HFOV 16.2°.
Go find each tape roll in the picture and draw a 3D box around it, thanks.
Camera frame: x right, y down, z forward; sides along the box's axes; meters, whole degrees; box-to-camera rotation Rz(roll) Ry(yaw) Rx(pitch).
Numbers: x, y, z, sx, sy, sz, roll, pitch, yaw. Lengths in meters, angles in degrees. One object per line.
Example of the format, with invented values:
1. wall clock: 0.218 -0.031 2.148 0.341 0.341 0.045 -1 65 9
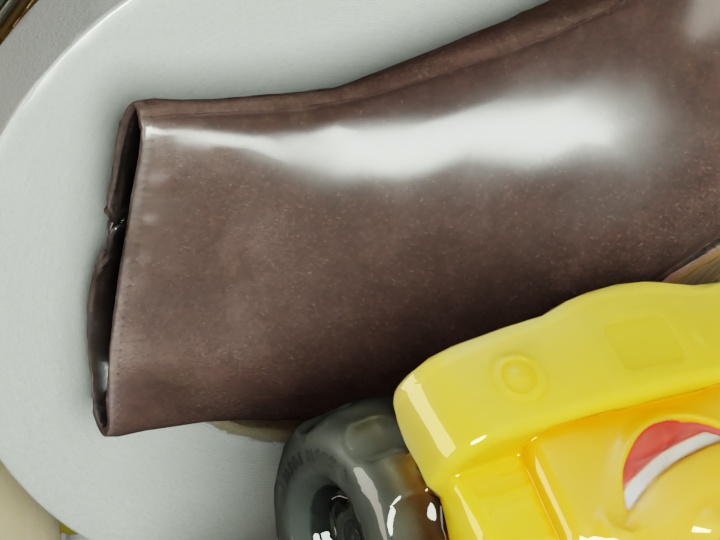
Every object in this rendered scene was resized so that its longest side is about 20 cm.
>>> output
1. tape roll: -0.014 -0.008 0.685 0.037 0.202 0.203 -126 41 -56

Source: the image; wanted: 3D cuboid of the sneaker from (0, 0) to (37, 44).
1. sneaker: -0.108 -0.097 0.955 0.076 0.200 0.088 -44 48 29

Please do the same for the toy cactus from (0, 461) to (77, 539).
1. toy cactus: -0.115 0.045 0.770 0.200 0.102 0.165 96 157 -48

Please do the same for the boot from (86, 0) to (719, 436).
1. boot: 0.027 -0.033 0.614 0.072 0.166 0.200 -115 33 -48

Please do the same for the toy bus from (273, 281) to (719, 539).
1. toy bus: 0.058 0.127 0.603 0.192 0.135 0.200 62 146 29

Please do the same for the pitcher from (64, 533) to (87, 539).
1. pitcher: -0.036 0.150 0.898 0.172 0.121 0.200 50 150 27
